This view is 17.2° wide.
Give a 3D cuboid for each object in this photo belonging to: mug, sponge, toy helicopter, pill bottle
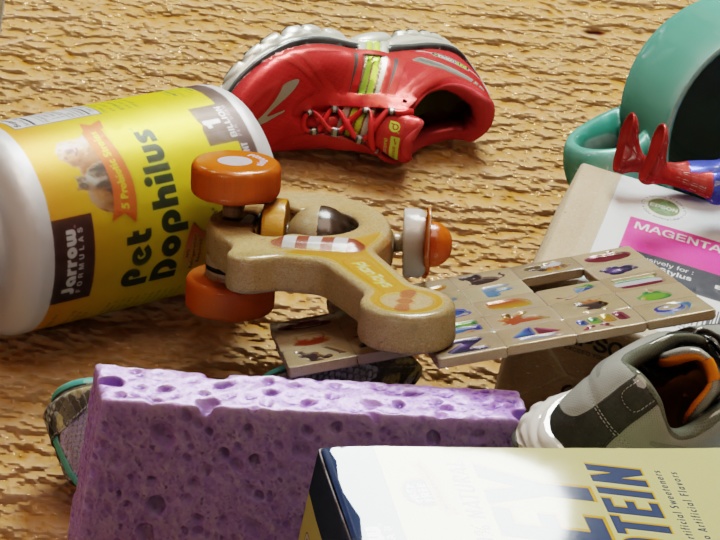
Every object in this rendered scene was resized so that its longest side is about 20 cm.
[{"bbox_3d":[0.218,-0.095,1.422,0.184,0.153,0.114,21,12,-20],"label":"mug"},{"bbox_3d":[-0.030,0.101,1.086,0.198,0.112,0.030,4,31,-13],"label":"sponge"},{"bbox_3d":[0.000,0.000,1.174,0.131,0.080,0.200,-4,20,-24],"label":"toy helicopter"},{"bbox_3d":[-0.148,-0.030,1.248,0.199,0.110,0.109,-15,41,-35],"label":"pill bottle"}]

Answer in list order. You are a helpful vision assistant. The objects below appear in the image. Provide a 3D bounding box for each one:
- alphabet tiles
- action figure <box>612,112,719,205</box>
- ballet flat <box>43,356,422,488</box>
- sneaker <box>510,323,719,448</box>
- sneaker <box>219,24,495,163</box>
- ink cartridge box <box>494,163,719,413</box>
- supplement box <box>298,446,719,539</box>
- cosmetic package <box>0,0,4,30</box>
[{"bbox_3d":[0.057,0.022,1.167,0.198,0.008,0.167,-10,12,-6],"label":"alphabet tiles"},{"bbox_3d":[0.251,-0.071,1.339,0.198,0.100,0.065,17,8,-21],"label":"action figure"},{"bbox_3d":[-0.055,0.083,1.163,0.199,0.073,0.072,-5,36,-25],"label":"ballet flat"},{"bbox_3d":[0.153,0.060,1.095,0.074,0.079,0.200,54,33,12],"label":"sneaker"},{"bbox_3d":[-0.001,-0.100,1.441,0.199,0.077,0.085,-12,45,-33],"label":"sneaker"},{"bbox_3d":[0.189,0.033,1.300,0.198,0.076,0.165,17,34,8],"label":"ink cartridge box"},{"bbox_3d":[0.072,0.186,0.910,0.198,0.201,0.135,1,34,-17],"label":"supplement box"},{"bbox_3d":[-0.306,-0.205,1.408,0.163,0.166,0.200,-1,35,-22],"label":"cosmetic package"}]
